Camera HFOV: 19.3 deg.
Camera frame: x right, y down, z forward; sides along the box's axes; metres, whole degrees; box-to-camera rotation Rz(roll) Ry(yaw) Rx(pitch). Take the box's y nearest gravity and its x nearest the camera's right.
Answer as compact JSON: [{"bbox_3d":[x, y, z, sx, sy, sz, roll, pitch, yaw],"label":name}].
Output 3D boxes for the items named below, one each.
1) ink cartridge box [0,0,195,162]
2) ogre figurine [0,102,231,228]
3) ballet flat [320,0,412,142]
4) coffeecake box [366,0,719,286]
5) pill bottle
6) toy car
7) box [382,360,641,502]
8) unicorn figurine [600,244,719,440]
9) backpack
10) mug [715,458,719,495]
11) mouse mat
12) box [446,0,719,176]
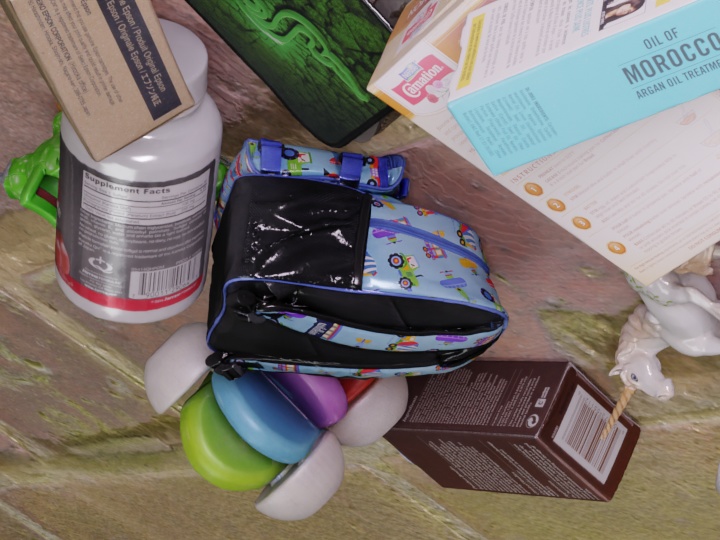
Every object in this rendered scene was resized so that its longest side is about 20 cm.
[{"bbox_3d":[-0.184,-0.188,1.218,0.200,0.075,0.165,57,174,30],"label":"ink cartridge box"},{"bbox_3d":[-0.192,-0.065,1.598,0.120,0.098,0.200,27,173,-29],"label":"ogre figurine"},{"bbox_3d":[0.031,-0.133,1.263,0.067,0.046,0.200,45,152,-1],"label":"ballet flat"},{"bbox_3d":[0.130,-0.099,1.130,0.200,0.073,0.153,34,144,-14],"label":"coffeecake box"},{"bbox_3d":[-0.152,-0.070,1.455,0.111,0.111,0.200,22,132,14],"label":"pill bottle"},{"bbox_3d":[-0.050,0.079,1.618,0.175,0.200,0.150,46,151,-5],"label":"toy car"},{"bbox_3d":[0.114,0.126,1.687,0.200,0.075,0.100,-3,143,50],"label":"box"},{"bbox_3d":[0.214,0.031,1.380,0.137,0.074,0.200,13,137,35],"label":"unicorn figurine"},{"bbox_3d":[0.000,0.000,1.459,0.200,0.135,0.183,5,160,-8],"label":"backpack"},{"bbox_3d":[0.310,0.092,1.265,0.175,0.148,0.200,12,138,13],"label":"mug"},{"bbox_3d":[-0.055,-0.163,1.272,0.200,0.008,0.161,46,154,-6],"label":"mouse mat"},{"bbox_3d":[0.141,-0.117,0.990,0.200,0.082,0.049,-20,123,27],"label":"box"}]
